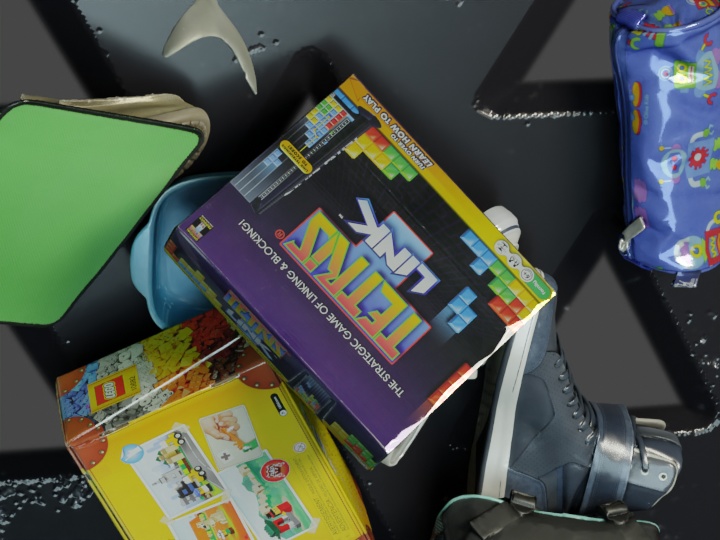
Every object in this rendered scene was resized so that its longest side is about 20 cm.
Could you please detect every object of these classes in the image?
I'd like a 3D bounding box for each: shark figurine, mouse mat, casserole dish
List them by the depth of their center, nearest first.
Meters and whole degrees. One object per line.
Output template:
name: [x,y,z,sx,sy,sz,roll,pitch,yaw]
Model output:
shark figurine: [-0.145,-0.191,1.606,0.128,0.214,0.090,-67,154,-12]
mouse mat: [-0.209,-0.033,1.645,0.161,0.008,0.200,8,133,-44]
casserole dish: [-0.058,-0.015,1.736,0.200,0.039,0.121,-1,114,-11]

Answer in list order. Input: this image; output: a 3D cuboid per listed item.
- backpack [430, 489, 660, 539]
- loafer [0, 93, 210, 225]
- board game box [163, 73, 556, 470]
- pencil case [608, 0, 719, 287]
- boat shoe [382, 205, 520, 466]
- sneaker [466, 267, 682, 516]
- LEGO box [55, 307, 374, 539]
backpack: [0.119,0.267,1.823,0.176,0.153,0.200,6,146,-13]
loafer: [-0.195,-0.082,1.658,0.200,0.068,0.076,-15,147,-22]
board game box: [0.000,0.000,1.661,0.200,0.057,0.165,46,67,1]
pencil case: [0.209,-0.092,1.739,0.087,0.078,0.200,-18,117,-30]
boat shoe: [0.060,0.048,1.764,0.067,0.074,0.200,44,115,18]
sneaker: [0.159,0.089,1.802,0.146,0.077,0.203,5,122,-3]
LEGO box: [-0.096,0.136,1.749,0.149,0.077,0.200,-23,126,4]
